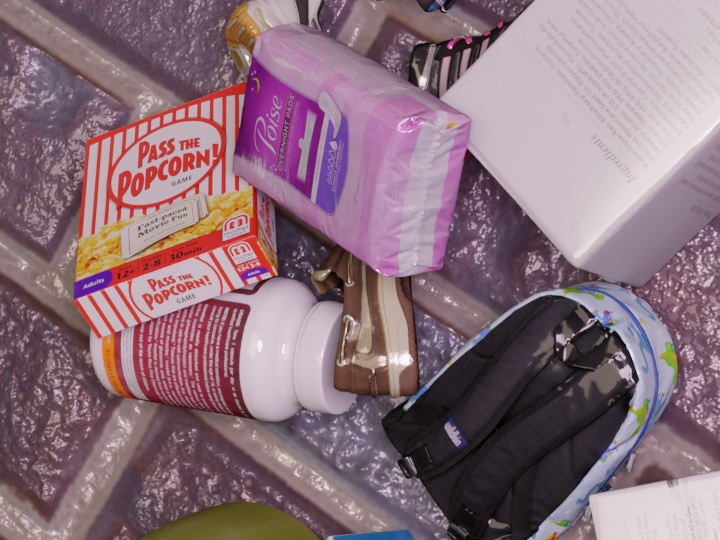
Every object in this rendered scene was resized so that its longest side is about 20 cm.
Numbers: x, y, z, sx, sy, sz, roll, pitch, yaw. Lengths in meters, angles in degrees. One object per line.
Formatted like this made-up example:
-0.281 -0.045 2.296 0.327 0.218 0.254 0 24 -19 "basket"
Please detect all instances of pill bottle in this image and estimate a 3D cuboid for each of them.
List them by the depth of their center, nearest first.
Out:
-0.101 0.057 1.625 0.199 0.113 0.114 8 88 25 "pill bottle"

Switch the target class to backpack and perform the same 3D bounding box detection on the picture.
0.137 0.096 1.510 0.163 0.153 0.200 50 132 24 "backpack"

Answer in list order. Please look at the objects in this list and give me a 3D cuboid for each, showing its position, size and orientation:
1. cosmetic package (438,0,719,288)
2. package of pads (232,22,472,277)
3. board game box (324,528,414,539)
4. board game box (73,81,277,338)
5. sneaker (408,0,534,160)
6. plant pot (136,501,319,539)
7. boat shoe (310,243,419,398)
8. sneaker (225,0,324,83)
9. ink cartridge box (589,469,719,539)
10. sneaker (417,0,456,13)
0.195 -0.117 1.484 0.200 0.165 0.165 -44 69 13 "cosmetic package"
-0.008 -0.089 1.486 0.200 0.075 0.121 36 121 46 "package of pads"
0.041 0.289 1.522 0.064 0.147 0.200 -42 71 16 "board game box"
-0.142 -0.051 1.619 0.151 0.046 0.200 -20 39 12 "board game box"
0.084 -0.156 1.586 0.087 0.074 0.200 47 108 14 "sneaker"
-0.132 0.270 1.571 0.186 0.200 0.188 -2 84 23 "plant pot"
0.000 -0.003 1.546 0.074 0.075 0.203 -5 61 2 "boat shoe"
-0.024 -0.129 1.631 0.076 0.087 0.201 -15 101 63 "sneaker"
0.236 0.178 1.464 0.199 0.116 0.067 -13 81 21 "ink cartridge box"
0.081 -0.227 1.571 0.199 0.078 0.090 6 62 42 "sneaker"
